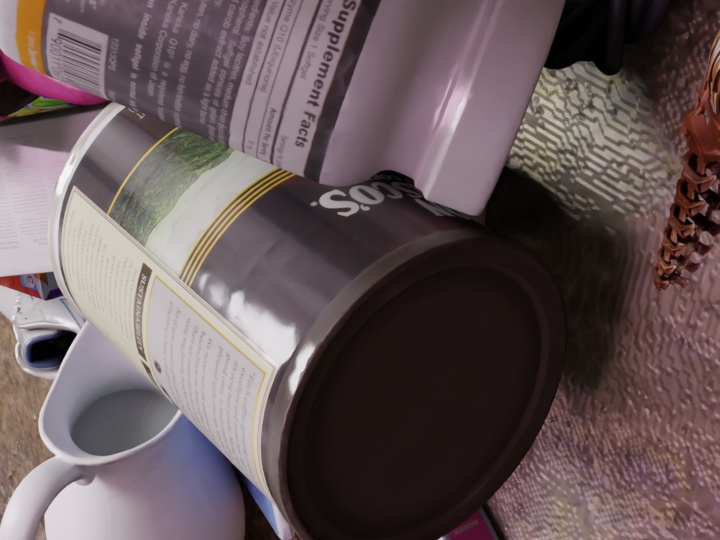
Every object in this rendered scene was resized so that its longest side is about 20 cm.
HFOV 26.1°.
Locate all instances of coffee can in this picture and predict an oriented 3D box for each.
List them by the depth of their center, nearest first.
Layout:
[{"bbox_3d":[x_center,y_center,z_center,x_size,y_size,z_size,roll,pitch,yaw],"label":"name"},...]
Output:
[{"bbox_3d":[-0.029,0.011,0.684,0.200,0.146,0.147,36,131,43],"label":"coffee can"}]

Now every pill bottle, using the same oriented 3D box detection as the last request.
[{"bbox_3d":[-0.030,-0.101,0.594,0.199,0.117,0.117,21,130,0],"label":"pill bottle"}]

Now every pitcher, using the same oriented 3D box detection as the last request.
[{"bbox_3d":[-0.144,0.144,0.911,0.121,0.172,0.201,21,141,20],"label":"pitcher"}]

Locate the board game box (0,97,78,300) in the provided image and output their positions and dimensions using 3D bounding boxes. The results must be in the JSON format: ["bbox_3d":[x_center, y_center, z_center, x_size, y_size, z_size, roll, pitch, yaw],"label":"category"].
[{"bbox_3d":[-0.216,-0.058,0.989,0.199,0.103,0.106,13,115,48],"label":"board game box"}]

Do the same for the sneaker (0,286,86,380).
[{"bbox_3d":[-0.196,0.029,1.016,0.199,0.087,0.075,17,120,49],"label":"sneaker"}]

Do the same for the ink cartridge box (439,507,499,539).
[{"bbox_3d":[0.065,0.230,0.810,0.119,0.042,0.201,-44,68,50],"label":"ink cartridge box"}]

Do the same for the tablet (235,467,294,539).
[{"bbox_3d":[-0.075,0.042,0.885,0.130,0.014,0.201,-146,43,-70],"label":"tablet"}]

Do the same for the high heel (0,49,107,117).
[{"bbox_3d":[-0.159,-0.095,0.788,0.200,0.067,0.097,32,138,48],"label":"high heel"}]

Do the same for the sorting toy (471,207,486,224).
[{"bbox_3d":[0.000,0.000,0.804,0.200,0.036,0.186,34,130,45],"label":"sorting toy"}]

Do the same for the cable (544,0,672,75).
[{"bbox_3d":[0.082,-0.173,0.608,0.163,0.051,0.201,46,137,30],"label":"cable"}]

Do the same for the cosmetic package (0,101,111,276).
[{"bbox_3d":[-0.187,-0.041,0.849,0.199,0.051,0.083,-5,103,30],"label":"cosmetic package"}]

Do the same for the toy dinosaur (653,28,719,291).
[{"bbox_3d":[0.167,-0.060,0.540,0.200,0.101,0.136,97,155,-56],"label":"toy dinosaur"}]
